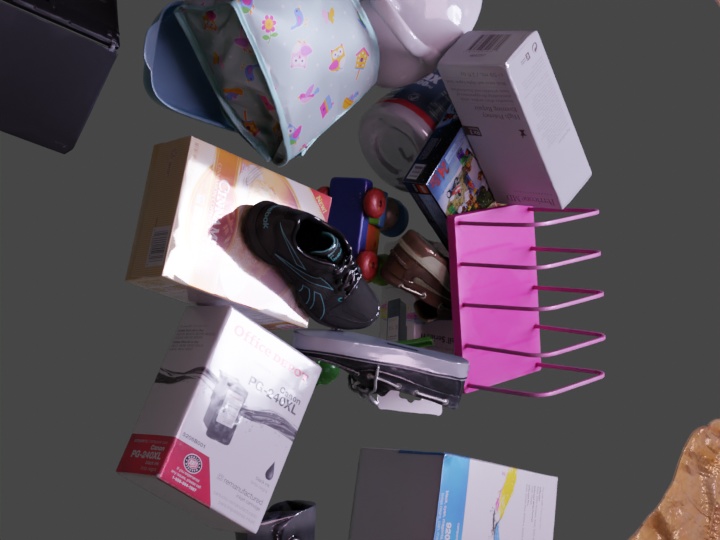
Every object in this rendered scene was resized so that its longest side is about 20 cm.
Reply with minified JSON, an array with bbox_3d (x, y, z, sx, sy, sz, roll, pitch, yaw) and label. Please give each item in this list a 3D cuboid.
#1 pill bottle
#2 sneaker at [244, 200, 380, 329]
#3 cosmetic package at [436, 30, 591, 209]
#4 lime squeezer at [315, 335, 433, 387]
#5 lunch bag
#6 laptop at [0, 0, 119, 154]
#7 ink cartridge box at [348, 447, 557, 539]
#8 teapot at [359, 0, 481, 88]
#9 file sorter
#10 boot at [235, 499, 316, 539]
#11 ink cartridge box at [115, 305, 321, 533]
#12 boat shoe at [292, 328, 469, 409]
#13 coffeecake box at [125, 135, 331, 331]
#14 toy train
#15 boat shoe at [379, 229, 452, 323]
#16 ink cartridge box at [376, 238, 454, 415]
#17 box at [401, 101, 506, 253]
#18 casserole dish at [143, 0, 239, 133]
[{"bbox_3d":[0.100,-0.192,1.851,0.200,0.119,0.120,-43,114,-36],"label":"pill bottle"},{"bbox_3d":[-0.039,0.000,1.644,0.200,0.079,0.076,42,61,-34],"label":"sneaker"},{"bbox_3d":[0.172,-0.166,1.714,0.074,0.101,0.201,-48,127,-31],"label":"cosmetic package"},{"bbox_3d":[-0.017,0.114,1.764,0.199,0.071,0.038,-27,139,-9],"label":"lime squeezer"},{"bbox_3d":[-0.078,-0.234,1.641,0.170,0.122,0.201,-46,123,-33],"label":"lunch bag"},{"bbox_3d":[-0.340,-0.247,1.538,0.177,0.103,0.201,20,48,-39],"label":"laptop"},{"bbox_3d":[0.109,0.294,1.803,0.199,0.147,0.145,17,76,-39],"label":"ink cartridge box"},{"bbox_3d":[0.032,-0.313,1.750,0.146,0.199,0.198,41,62,-35],"label":"teapot"},{"bbox_3d":[0.193,0.032,1.729,0.139,0.125,0.201,-12,102,-44],"label":"file sorter"},{"bbox_3d":[-0.059,0.349,1.699,0.164,0.065,0.201,-10,95,-41],"label":"boot"},{"bbox_3d":[-0.146,0.154,1.629,0.145,0.083,0.201,36,65,-34],"label":"ink cartridge box"},{"bbox_3d":[0.018,0.111,1.700,0.198,0.074,0.068,12,96,-13],"label":"boat shoe"},{"bbox_3d":[-0.138,-0.035,1.658,0.199,0.073,0.154,22,72,-39],"label":"coffeecake box"},{"bbox_3d":[0.000,0.000,1.785,0.116,0.084,0.201,13,82,-57],"label":"toy train"},{"bbox_3d":[0.092,0.027,1.784,0.075,0.075,0.202,-47,130,6],"label":"boat shoe"},{"bbox_3d":[0.085,0.070,1.851,0.117,0.067,0.201,10,80,-41],"label":"ink cartridge box"},{"bbox_3d":[0.137,-0.130,1.784,0.200,0.038,0.137,-58,133,-24],"label":"box"},{"bbox_3d":[-0.160,-0.214,1.676,0.199,0.039,0.122,16,76,-41],"label":"casserole dish"}]
